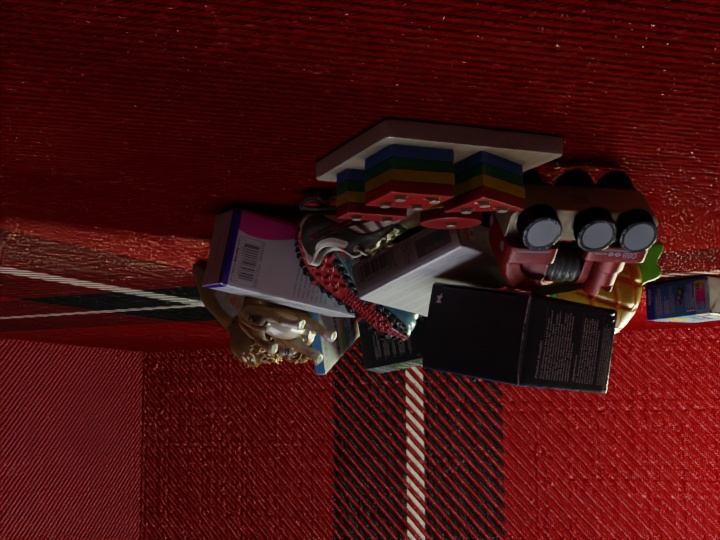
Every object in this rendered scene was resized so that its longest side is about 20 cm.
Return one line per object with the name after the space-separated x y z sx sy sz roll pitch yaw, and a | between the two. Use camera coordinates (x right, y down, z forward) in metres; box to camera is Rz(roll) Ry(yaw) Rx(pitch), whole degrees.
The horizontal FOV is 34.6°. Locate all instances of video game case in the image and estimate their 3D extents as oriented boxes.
-0.039 0.057 1.753 0.018 0.146 0.200 -3 -166 18 | video game case

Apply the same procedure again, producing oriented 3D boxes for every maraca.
0.341 0.017 1.599 0.137 0.200 0.107 50 172 -31 | maraca

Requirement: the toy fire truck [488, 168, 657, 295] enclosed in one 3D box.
0.225 -0.017 1.329 0.173 0.130 0.202 1 128 -13 | toy fire truck

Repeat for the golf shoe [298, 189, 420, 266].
0.021 -0.054 1.395 0.197 0.090 0.077 -5 165 21 | golf shoe

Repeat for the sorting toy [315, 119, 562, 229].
0.077 -0.091 1.201 0.196 0.071 0.200 3 171 -22 | sorting toy

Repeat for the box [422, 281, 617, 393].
0.192 0.081 1.382 0.147 0.106 0.198 7 178 44 | box

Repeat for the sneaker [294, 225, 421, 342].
0.000 0.000 1.496 0.200 0.096 0.079 45 142 -10 | sneaker

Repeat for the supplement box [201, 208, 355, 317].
-0.098 -0.007 1.540 0.197 0.103 0.103 15 172 -21 | supplement box

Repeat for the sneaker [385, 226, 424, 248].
0.019 -0.007 1.611 0.200 0.078 0.146 -18 -171 26 | sneaker

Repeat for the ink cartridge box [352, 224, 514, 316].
0.111 0.000 1.417 0.161 0.051 0.199 -27 157 32 | ink cartridge box

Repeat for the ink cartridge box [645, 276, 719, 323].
0.666 0.062 2.314 0.135 0.078 0.199 4 172 -31 | ink cartridge box

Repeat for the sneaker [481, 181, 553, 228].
0.164 -0.068 1.426 0.071 0.084 0.199 39 131 -23 | sneaker

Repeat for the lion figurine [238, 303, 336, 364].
-0.114 0.075 1.575 0.122 0.073 0.200 28 176 32 | lion figurine

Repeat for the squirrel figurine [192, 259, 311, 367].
-0.128 0.049 1.762 0.140 0.203 0.186 -19 175 38 | squirrel figurine

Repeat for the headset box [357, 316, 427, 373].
0.085 0.057 1.787 0.197 0.177 0.093 -13 168 17 | headset box
